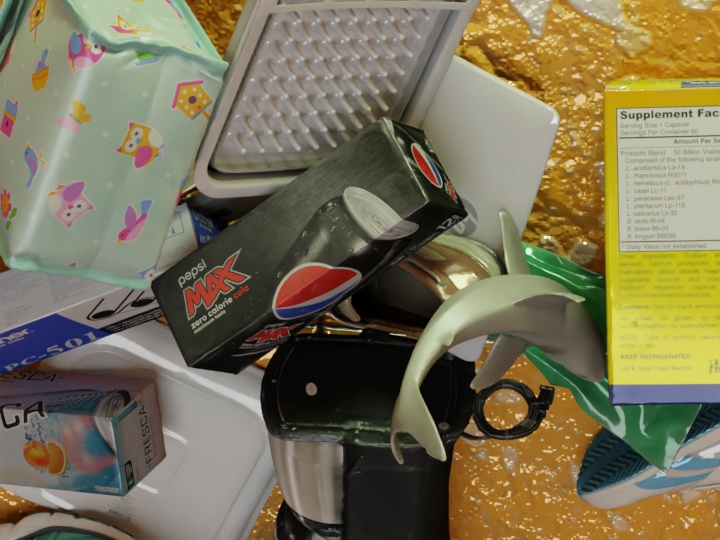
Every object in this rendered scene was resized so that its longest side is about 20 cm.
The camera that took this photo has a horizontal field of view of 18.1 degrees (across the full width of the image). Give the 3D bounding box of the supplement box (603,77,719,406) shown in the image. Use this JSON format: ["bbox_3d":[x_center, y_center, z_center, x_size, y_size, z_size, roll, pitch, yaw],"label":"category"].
[{"bbox_3d":[0.211,-0.021,1.430,0.109,0.110,0.201,0,97,9],"label":"supplement box"}]

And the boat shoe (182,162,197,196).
[{"bbox_3d":[-0.164,-0.065,1.524,0.200,0.071,0.065,-22,94,20],"label":"boat shoe"}]

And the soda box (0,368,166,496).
[{"bbox_3d":[-0.242,0.111,1.612,0.200,0.068,0.064,2,113,24],"label":"soda box"}]

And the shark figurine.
[{"bbox_3d":[0.093,0.036,1.407,0.089,0.214,0.128,-4,102,44],"label":"shark figurine"}]

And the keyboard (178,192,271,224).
[{"bbox_3d":[-0.103,-0.041,1.546,0.200,0.056,0.011,-21,72,20],"label":"keyboard"}]

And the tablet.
[{"bbox_3d":[0.052,-0.047,1.504,0.130,0.014,0.200,30,125,21],"label":"tablet"}]

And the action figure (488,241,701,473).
[{"bbox_3d":[0.146,0.038,1.534,0.200,0.055,0.118,28,91,9],"label":"action figure"}]

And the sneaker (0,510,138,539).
[{"bbox_3d":[-0.252,0.235,1.704,0.199,0.080,0.078,-10,139,18],"label":"sneaker"}]

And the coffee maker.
[{"bbox_3d":[0.023,0.158,1.576,0.192,0.135,0.200,19,135,22],"label":"coffee maker"}]

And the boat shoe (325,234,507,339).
[{"bbox_3d":[0.000,0.000,1.505,0.200,0.072,0.076,10,115,32],"label":"boat shoe"}]

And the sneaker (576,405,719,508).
[{"bbox_3d":[0.242,0.125,1.573,0.200,0.077,0.081,-26,121,26],"label":"sneaker"}]

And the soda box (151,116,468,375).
[{"bbox_3d":[-0.034,-0.013,1.450,0.200,0.063,0.071,-35,69,20],"label":"soda box"}]

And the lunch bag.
[{"bbox_3d":[-0.181,-0.110,1.423,0.122,0.200,0.171,10,115,-31],"label":"lunch bag"}]

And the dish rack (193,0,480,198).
[{"bbox_3d":[-0.019,-0.136,1.413,0.171,0.044,0.200,-7,135,-38],"label":"dish rack"}]

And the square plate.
[{"bbox_3d":[-0.156,0.130,1.664,0.200,0.028,0.198,25,120,-6],"label":"square plate"}]

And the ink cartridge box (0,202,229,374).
[{"bbox_3d":[-0.184,0.014,1.553,0.200,0.094,0.044,-20,74,15],"label":"ink cartridge box"}]
